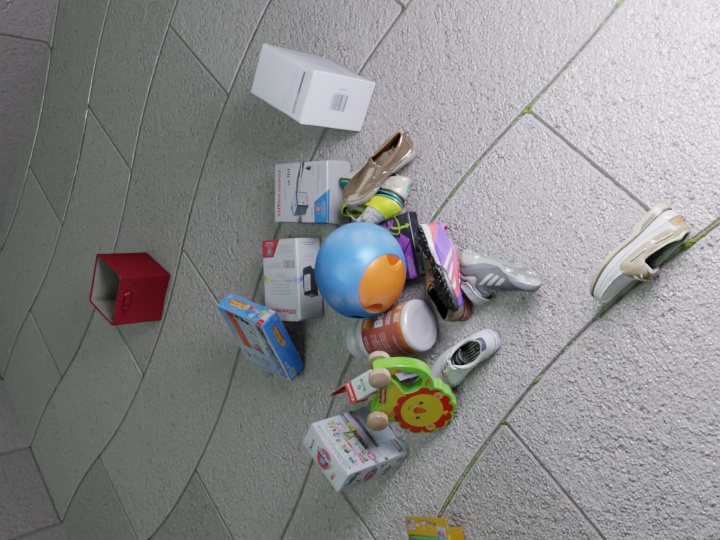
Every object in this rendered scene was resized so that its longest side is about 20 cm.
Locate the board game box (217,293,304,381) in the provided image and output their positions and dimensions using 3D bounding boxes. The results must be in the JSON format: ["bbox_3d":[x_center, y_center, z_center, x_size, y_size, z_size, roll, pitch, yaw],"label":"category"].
[{"bbox_3d":[-0.259,0.171,1.889,0.194,0.056,0.202,18,141,42],"label":"board game box"}]

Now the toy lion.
[{"bbox_3d":[0.108,0.263,1.519,0.069,0.187,0.203,-90,1,-53],"label":"toy lion"}]

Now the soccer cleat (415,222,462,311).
[{"bbox_3d":[0.176,-0.013,1.474,0.069,0.072,0.203,102,152,-57],"label":"soccer cleat"}]

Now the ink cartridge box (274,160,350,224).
[{"bbox_3d":[-0.119,-0.189,1.781,0.197,0.085,0.150,4,95,43],"label":"ink cartridge box"}]

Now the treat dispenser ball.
[{"bbox_3d":[0.000,0.000,1.547,0.198,0.199,0.206,4,95,44],"label":"treat dispenser ball"}]

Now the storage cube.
[{"bbox_3d":[-0.746,0.054,2.349,0.199,0.178,0.174,33,115,39],"label":"storage cube"}]

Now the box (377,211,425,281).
[{"bbox_3d":[0.059,-0.037,1.649,0.198,0.036,0.146,-19,79,45],"label":"box"}]

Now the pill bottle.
[{"bbox_3d":[0.063,0.137,1.603,0.198,0.111,0.115,-18,80,43],"label":"pill bottle"}]

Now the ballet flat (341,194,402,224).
[{"bbox_3d":[0.020,-0.135,1.641,0.068,0.067,0.199,-55,34,-11],"label":"ballet flat"}]

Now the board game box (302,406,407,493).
[{"bbox_3d":[-0.011,0.396,1.632,0.148,0.198,0.065,47,123,31],"label":"board game box"}]

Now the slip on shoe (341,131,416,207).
[{"bbox_3d":[0.032,-0.222,1.586,0.199,0.061,0.077,-36,50,10],"label":"slip on shoe"}]

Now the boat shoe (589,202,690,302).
[{"bbox_3d":[0.466,-0.015,1.222,0.069,0.074,0.202,53,125,34],"label":"boat shoe"}]

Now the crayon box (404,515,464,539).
[{"bbox_3d":[0.171,0.628,1.572,0.124,0.051,0.205,-15,83,44],"label":"crayon box"}]

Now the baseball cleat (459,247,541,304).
[{"bbox_3d":[0.272,0.026,1.432,0.199,0.069,0.109,30,119,50],"label":"baseball cleat"}]

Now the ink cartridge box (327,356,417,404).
[{"bbox_3d":[0.027,0.261,1.649,0.199,0.108,0.051,-37,68,39],"label":"ink cartridge box"}]

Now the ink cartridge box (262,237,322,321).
[{"bbox_3d":[-0.174,0.022,1.849,0.144,0.082,0.205,-1,92,44],"label":"ink cartridge box"}]

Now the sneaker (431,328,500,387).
[{"bbox_3d":[0.199,0.184,1.500,0.200,0.070,0.074,-48,61,36],"label":"sneaker"}]

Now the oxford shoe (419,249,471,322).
[{"bbox_3d":[0.165,0.013,1.519,0.070,0.074,0.203,-42,63,40],"label":"oxford shoe"}]

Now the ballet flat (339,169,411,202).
[{"bbox_3d":[0.038,-0.201,1.654,0.198,0.067,0.063,20,79,38],"label":"ballet flat"}]

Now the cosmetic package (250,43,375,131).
[{"bbox_3d":[-0.110,-0.419,1.676,0.199,0.197,0.125,38,117,36],"label":"cosmetic package"}]
